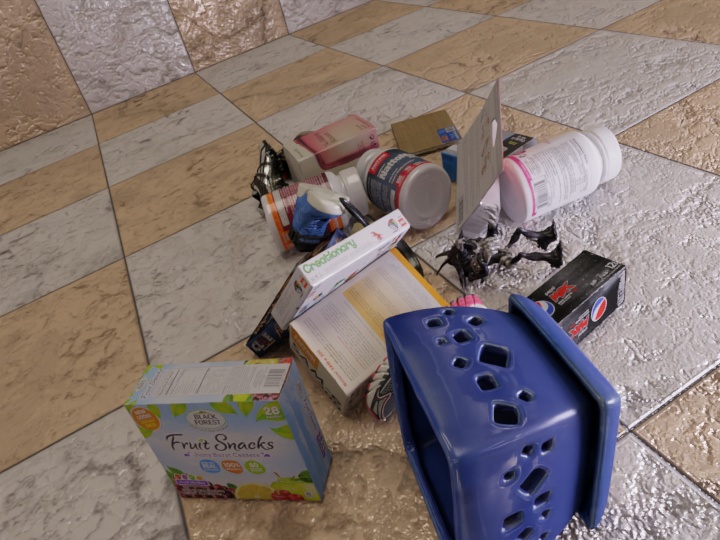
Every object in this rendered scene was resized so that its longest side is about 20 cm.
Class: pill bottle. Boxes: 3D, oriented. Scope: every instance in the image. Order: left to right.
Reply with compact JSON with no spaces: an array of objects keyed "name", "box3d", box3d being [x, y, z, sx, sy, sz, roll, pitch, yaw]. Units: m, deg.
[{"name":"pill bottle","box3d":[-0.088,-0.124,1.124,0.194,0.117,0.115,-21,34,-4]},{"name":"pill bottle","box3d":[0.074,-0.169,1.109,0.118,0.122,0.199,-30,36,-19]},{"name":"pill bottle","box3d":[0.343,-0.171,0.995,0.194,0.116,0.114,-22,34,-8]}]

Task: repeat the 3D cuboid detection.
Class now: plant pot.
[{"name":"plant pot","box3d":[0.139,0.154,0.570,0.174,0.206,0.201,-15,32,-8]}]

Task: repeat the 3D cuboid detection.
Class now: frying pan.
[{"name":"frying pan","box3d":[0.037,-0.034,0.910,0.031,0.187,0.117,-40,49,25]}]

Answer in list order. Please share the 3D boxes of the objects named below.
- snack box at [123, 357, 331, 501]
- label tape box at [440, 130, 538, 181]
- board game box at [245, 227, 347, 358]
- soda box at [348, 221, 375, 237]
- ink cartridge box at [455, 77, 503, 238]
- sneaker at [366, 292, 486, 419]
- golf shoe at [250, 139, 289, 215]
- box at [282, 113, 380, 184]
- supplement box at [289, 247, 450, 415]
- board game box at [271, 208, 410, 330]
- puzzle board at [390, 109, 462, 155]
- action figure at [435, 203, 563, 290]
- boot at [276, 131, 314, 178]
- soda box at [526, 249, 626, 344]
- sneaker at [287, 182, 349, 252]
[{"name":"snack box","box3d":[-0.149,0.189,0.668,0.193,0.173,0.069,-5,33,16]},{"name":"label tape box","box3d":[0.282,-0.243,1.166,0.197,0.068,0.142,-35,38,-20]},{"name":"board game box","box3d":[-0.097,0.033,0.917,0.135,0.034,0.202,-36,19,42]},{"name":"soda box","box3d":[0.000,0.000,0.958,0.065,0.065,0.203,-2,38,21]},{"name":"ink cartridge box","box3d":[0.216,-0.188,0.976,0.043,0.177,0.206,13,58,-11]},{"name":"sneaker","box3d":[0.088,0.118,0.716,0.199,0.080,0.075,-42,62,6]},{"name":"golf shoe","box3d":[-0.220,-0.215,1.309,0.092,0.078,0.204,-27,53,11]},{"name":"box","box3d":[-0.062,-0.257,1.300,0.195,0.112,0.128,-26,35,-13]},{"name":"supplement box","box3d":[0.013,0.080,0.792,0.198,0.074,0.126,-34,67,-24]},{"name":"board game box","box3d":[-0.026,-0.002,0.794,0.198,0.127,0.035,-33,78,-38]},{"name":"puzzle board","box3d":[0.157,-0.334,1.392,0.145,0.018,0.203,-14,35,3]},{"name":"action figure","box3d":[0.208,-0.040,0.887,0.193,0.104,0.122,-6,47,14]},{"name":"boot","box3d":[-0.131,-0.292,1.413,0.196,0.075,0.150,10,42,40]},{"name":"soda box","box3d":[0.266,0.057,0.758,0.197,0.065,0.070,-33,36,-22]},{"name":"sneaker","box3d":[-0.074,-0.081,0.975,0.074,0.115,0.199,6,12,-22]}]
